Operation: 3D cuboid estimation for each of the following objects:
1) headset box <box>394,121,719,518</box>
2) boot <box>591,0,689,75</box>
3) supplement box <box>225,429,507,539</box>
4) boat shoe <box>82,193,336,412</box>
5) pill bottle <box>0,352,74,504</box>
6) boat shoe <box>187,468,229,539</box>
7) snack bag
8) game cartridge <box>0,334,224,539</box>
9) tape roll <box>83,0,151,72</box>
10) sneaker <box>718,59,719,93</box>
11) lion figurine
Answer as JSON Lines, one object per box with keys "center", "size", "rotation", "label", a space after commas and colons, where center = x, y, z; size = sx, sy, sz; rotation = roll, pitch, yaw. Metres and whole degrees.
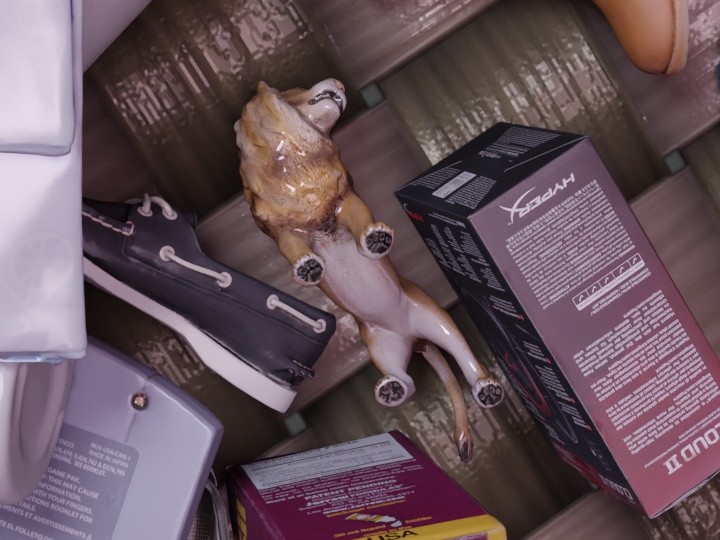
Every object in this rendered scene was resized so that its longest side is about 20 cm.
{"center": [0.113, 0.029, 1.027], "size": [0.075, 0.149, 0.200], "rotation": [-33, 102, -7], "label": "headset box"}
{"center": [0.073, -0.171, 1.028], "size": [0.155, 0.077, 0.200], "rotation": [-24, 99, -11], "label": "boot"}
{"center": [0.004, 0.169, 0.992], "size": [0.103, 0.200, 0.131], "rotation": [-10, 99, -11], "label": "supplement box"}
{"center": [-0.099, -0.004, 1.013], "size": [0.200, 0.074, 0.060], "rotation": [36, 88, -18], "label": "boat shoe"}
{"center": [-0.242, 0.038, 0.931], "size": [0.200, 0.111, 0.112], "rotation": [9, 95, 6], "label": "pill bottle"}
{"center": [-0.105, 0.193, 1.037], "size": [0.072, 0.071, 0.200], "rotation": [0, 97, -13], "label": "boat shoe"}
{"center": [-0.204, -0.048, 0.813], "size": [0.188, 0.021, 0.200], "rotation": [-3, 108, -17], "label": "snack bag"}
{"center": [-0.174, 0.088, 0.996], "size": [0.200, 0.040, 0.134], "rotation": [20, 96, 6], "label": "game cartridge"}
{"center": [-0.177, -0.180, 0.906], "size": [0.139, 0.203, 0.203], "rotation": [-46, 104, -4], "label": "tape roll"}
{"center": [0.254, -0.071, 1.095], "size": [0.083, 0.071, 0.200], "rotation": [-23, 103, -24], "label": "sneaker"}
{"center": [0.000, 0.000, 1.032], "size": [0.072, 0.123, 0.200], "rotation": [-28, 118, -3], "label": "lion figurine"}
